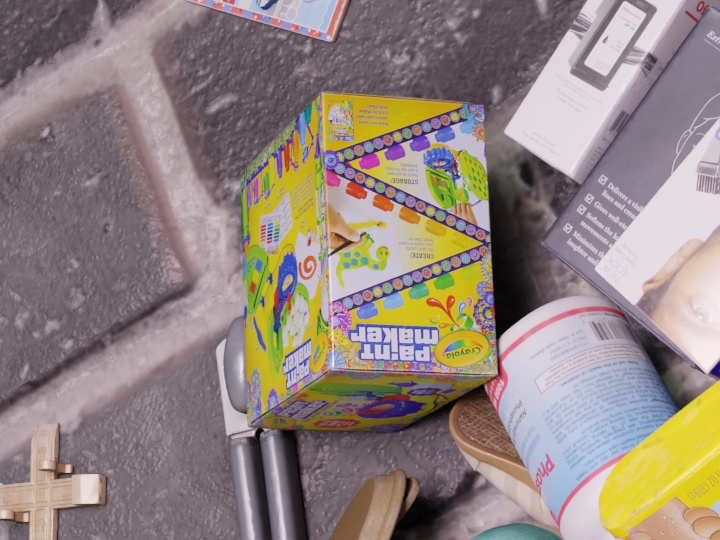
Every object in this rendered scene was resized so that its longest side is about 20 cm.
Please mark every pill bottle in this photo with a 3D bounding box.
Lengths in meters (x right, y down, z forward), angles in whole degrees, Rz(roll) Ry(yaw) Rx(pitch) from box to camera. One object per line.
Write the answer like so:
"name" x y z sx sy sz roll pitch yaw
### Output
"pill bottle" 0.166 0.123 1.629 0.109 0.109 0.200 -39 53 16

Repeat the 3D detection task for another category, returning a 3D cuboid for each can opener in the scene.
"can opener" -0.079 0.136 1.836 0.052 0.066 0.201 -15 76 24

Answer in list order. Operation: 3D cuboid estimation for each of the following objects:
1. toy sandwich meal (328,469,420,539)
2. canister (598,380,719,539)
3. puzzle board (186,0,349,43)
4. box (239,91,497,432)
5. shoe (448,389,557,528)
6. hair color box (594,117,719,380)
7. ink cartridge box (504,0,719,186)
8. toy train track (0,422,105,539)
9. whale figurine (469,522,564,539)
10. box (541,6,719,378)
"toy sandwich meal" 0.002 0.238 1.723 0.070 0.205 0.206 26 93 -5
"canister" 0.259 0.167 1.496 0.148 0.087 0.200 -41 107 20
"puzzle board" -0.051 -0.291 1.944 0.150 0.017 0.201 19 88 32
"box" 0.000 0.000 1.728 0.200 0.121 0.194 144 127 -66
"shoe" 0.149 0.149 1.713 0.200 0.053 0.070 32 65 27
"hair color box" 0.256 -0.038 1.560 0.109 0.065 0.200 44 103 28
"ink cartridge box" 0.199 -0.150 1.712 0.068 0.116 0.200 36 96 31
"toy train track" -0.293 0.181 1.960 0.199 0.032 0.115 -9 74 29
"whale figurine" 0.080 0.259 1.685 0.200 0.104 0.160 -42 66 29
"box" 0.248 -0.047 1.665 0.148 0.107 0.200 41 100 30
